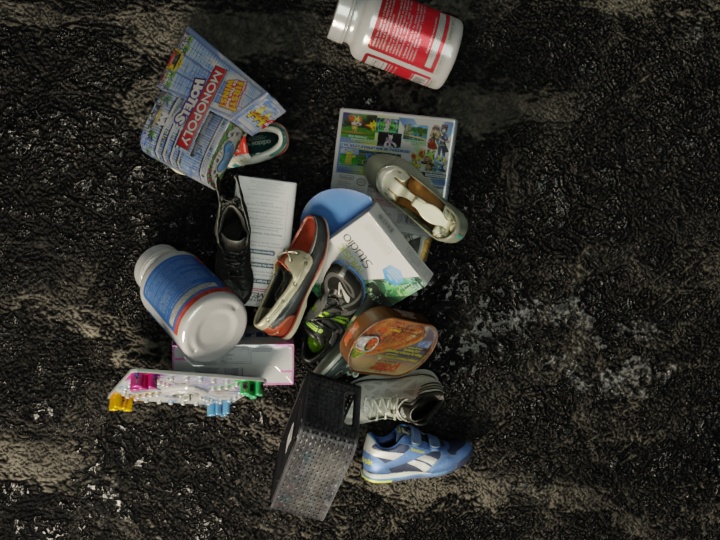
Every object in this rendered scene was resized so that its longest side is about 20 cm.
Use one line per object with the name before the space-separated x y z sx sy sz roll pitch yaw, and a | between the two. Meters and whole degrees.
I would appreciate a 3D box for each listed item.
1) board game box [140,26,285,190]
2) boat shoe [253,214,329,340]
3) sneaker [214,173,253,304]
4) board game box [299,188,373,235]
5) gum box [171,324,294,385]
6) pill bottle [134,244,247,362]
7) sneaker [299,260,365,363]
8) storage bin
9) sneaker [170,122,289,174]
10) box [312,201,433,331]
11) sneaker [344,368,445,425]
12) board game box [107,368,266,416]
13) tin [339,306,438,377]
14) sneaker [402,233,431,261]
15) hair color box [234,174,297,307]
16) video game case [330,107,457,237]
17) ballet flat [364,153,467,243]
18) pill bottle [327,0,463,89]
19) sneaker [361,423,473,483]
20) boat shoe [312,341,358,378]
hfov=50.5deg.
board game box | -0.220 -0.236 1.138 0.197 0.062 0.203 26 87 27
boat shoe | -0.106 0.004 1.173 0.062 0.071 0.204 26 80 -37
sneaker | -0.192 -0.042 1.139 0.059 0.104 0.205 -2 96 -7
board game box | -0.006 -0.048 1.228 0.156 0.039 0.202 -17 111 38
gum box | -0.204 0.132 1.211 0.195 0.114 0.068 0 102 -8
pill bottle | -0.264 0.040 1.148 0.111 0.199 0.114 -24 132 -30
sneaker | -0.049 0.072 1.202 0.070 0.083 0.202 30 127 9
storage bin | -0.072 0.277 1.202 0.092 0.136 0.203 16 125 -8
sneaker | -0.205 -0.195 1.187 0.195 0.093 0.072 -11 98 -6
box | 0.000 0.000 1.205 0.145 0.036 0.199 50 133 -8
sneaker | 0.045 0.216 1.255 0.196 0.115 0.077 -14 98 -6
board game box | -0.265 0.188 1.150 0.196 0.199 0.026 9 67 -26
tin | 0.046 0.116 1.227 0.198 0.042 0.113 15 111 -49
sneaker | 0.081 -0.075 1.260 0.086 0.076 0.204 15 90 5
hair color box | -0.161 -0.046 1.226 0.098 0.061 0.205 6 95 -8
video game case | 0.048 -0.157 1.219 0.196 0.022 0.187 10 96 20
ballet flat | 0.080 -0.115 1.162 0.199 0.063 0.068 40 106 15
pill bottle | 0.052 -0.370 1.193 0.196 0.112 0.115 18 94 -9
sneaker | 0.096 0.304 1.295 0.195 0.074 0.084 -7 95 -8
boat shoe | -0.016 0.147 1.262 0.062 0.073 0.200 44 83 -10
